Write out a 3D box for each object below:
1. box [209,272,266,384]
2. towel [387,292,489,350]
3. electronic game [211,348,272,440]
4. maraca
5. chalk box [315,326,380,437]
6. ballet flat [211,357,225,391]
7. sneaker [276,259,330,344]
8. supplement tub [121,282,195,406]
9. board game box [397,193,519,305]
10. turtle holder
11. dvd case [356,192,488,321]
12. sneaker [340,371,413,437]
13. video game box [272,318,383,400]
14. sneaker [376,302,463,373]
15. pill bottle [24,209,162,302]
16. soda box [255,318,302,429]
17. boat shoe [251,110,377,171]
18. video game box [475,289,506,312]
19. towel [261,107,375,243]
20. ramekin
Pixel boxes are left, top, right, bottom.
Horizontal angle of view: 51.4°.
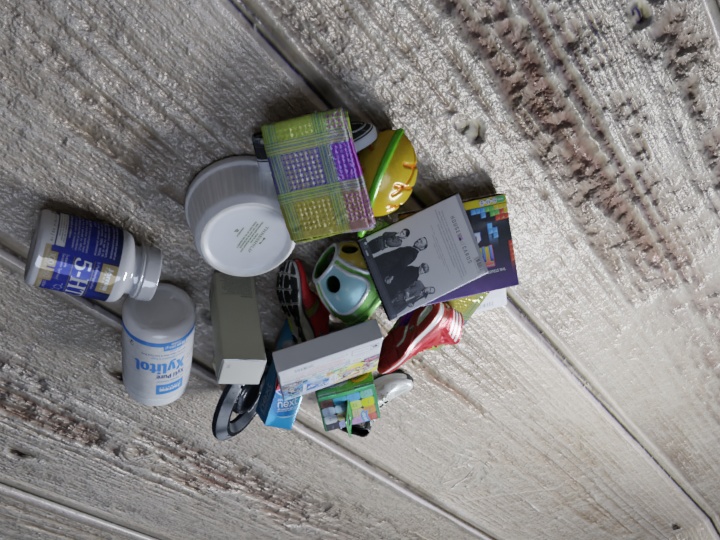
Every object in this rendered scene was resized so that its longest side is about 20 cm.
[{"bbox_3d":[-0.221,0.100,1.330,0.080,0.203,0.069,5,135,-20],"label":"box"},{"bbox_3d":[0.151,0.082,1.465,0.140,0.023,0.202,12,131,-26],"label":"towel"},{"bbox_3d":[-0.234,0.249,1.504,0.041,0.200,0.203,27,134,15],"label":"electronic game"},{"bbox_3d":[0.033,-0.142,1.227,0.105,0.138,0.202,26,138,6],"label":"maraca"},{"bbox_3d":[-0.031,0.235,1.517,0.121,0.203,0.126,-13,138,-3],"label":"chalk box"},{"bbox_3d":[-0.260,0.174,1.502,0.066,0.069,0.203,20,122,-8],"label":"ballet flat"},{"bbox_3d":[-0.099,0.067,1.414,0.084,0.076,0.205,-27,116,-33],"label":"sneaker"},{"bbox_3d":[-0.372,0.136,1.374,0.128,0.134,0.203,0,133,-16],"label":"supplement tub"},{"bbox_3d":[0.176,-0.038,1.352,0.195,0.057,0.170,-12,95,-4],"label":"board game box"},{"bbox_3d":[-0.004,0.010,1.347,0.130,0.143,0.184,32,142,-21],"label":"turtle holder"},{"bbox_3d":[0.109,-0.024,1.299,0.196,0.025,0.153,-25,98,-8],"label":"dvd case"},{"bbox_3d":[0.035,0.309,1.671,0.196,0.117,0.076,-20,136,4],"label":"sneaker"},{"bbox_3d":[-0.059,0.166,1.369,0.195,0.048,0.183,-17,155,-10],"label":"video game box"},{"bbox_3d":[0.124,0.145,1.450,0.114,0.080,0.200,24,126,-31],"label":"sneaker"},{"bbox_3d":[-0.431,-0.016,1.216,0.196,0.121,0.121,15,129,-28],"label":"pill bottle"},{"bbox_3d":[-0.143,0.207,1.492,0.063,0.068,0.205,14,99,-28],"label":"soda box"},{"bbox_3d":[-0.073,-0.211,1.166,0.194,0.074,0.069,-9,120,10],"label":"boat shoe"},{"bbox_3d":[0.187,0.019,1.471,0.195,0.048,0.184,-15,138,-1],"label":"video game box"},{"bbox_3d":[-0.064,-0.139,1.142,0.140,0.023,0.204,-10,117,12],"label":"towel"},{"bbox_3d":[-0.191,-0.080,1.240,0.197,0.096,0.206,-8,135,-8],"label":"ramekin"}]
